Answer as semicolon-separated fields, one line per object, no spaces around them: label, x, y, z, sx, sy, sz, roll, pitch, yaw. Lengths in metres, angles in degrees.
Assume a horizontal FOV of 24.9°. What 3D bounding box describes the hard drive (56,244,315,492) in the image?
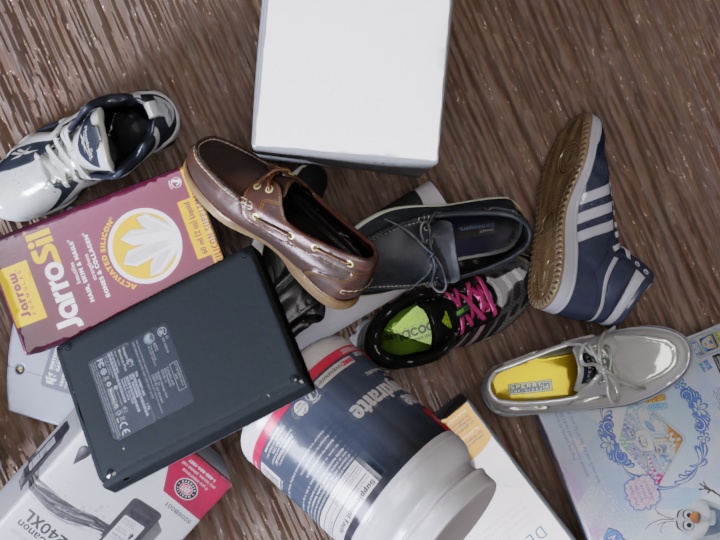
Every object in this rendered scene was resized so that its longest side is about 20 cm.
hard drive;-0.152;0.083;1.403;0.199;0.033;0.141;-27;66;8

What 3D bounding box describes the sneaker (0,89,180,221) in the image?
sneaker;-0.260;-0.108;1.492;0.197;0.130;0.080;-20;90;-3

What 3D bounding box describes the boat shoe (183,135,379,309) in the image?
boat shoe;-0.065;-0.054;1.401;0.199;0.071;0.070;38;51;8

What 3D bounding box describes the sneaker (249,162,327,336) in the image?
sneaker;-0.059;0.005;1.464;0.087;0.076;0.202;22;80;15

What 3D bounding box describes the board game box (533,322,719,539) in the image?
board game box;0.287;0.179;1.536;0.197;0.043;0.202;-20;71;-4

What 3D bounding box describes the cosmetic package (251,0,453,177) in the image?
cosmetic package;-0.010;-0.178;1.471;0.165;0.200;0.168;5;90;-2

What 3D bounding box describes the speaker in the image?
speaker;0.000;0.000;1.532;0.199;0.081;0.082;-30;92;-2

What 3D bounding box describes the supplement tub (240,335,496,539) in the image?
supplement tub;0.006;0.167;1.430;0.200;0.140;0.141;40;88;17

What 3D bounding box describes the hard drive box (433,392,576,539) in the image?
hard drive box;0.099;0.243;1.539;0.155;0.077;0.201;-39;92;-2

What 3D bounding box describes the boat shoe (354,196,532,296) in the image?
boat shoe;0.064;-0.021;1.459;0.198;0.062;0.075;-13;109;-17

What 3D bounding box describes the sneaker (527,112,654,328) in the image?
sneaker;0.226;-0.043;1.552;0.108;0.070;0.202;20;71;-23

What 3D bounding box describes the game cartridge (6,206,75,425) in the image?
game cartridge;-0.257;0.049;1.540;0.132;0.042;0.202;17;89;1

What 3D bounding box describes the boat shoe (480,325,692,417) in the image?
boat shoe;0.209;0.090;1.498;0.200;0.086;0.075;-8;81;3

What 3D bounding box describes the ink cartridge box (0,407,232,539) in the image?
ink cartridge box;-0.237;0.214;1.495;0.145;0.083;0.200;41;92;-18

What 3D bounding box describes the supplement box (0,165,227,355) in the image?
supplement box;-0.225;-0.009;1.482;0.198;0.086;0.111;-21;91;-3

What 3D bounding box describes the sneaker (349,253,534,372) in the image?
sneaker;0.083;0.043;1.532;0.198;0.087;0.074;-24;91;-3
